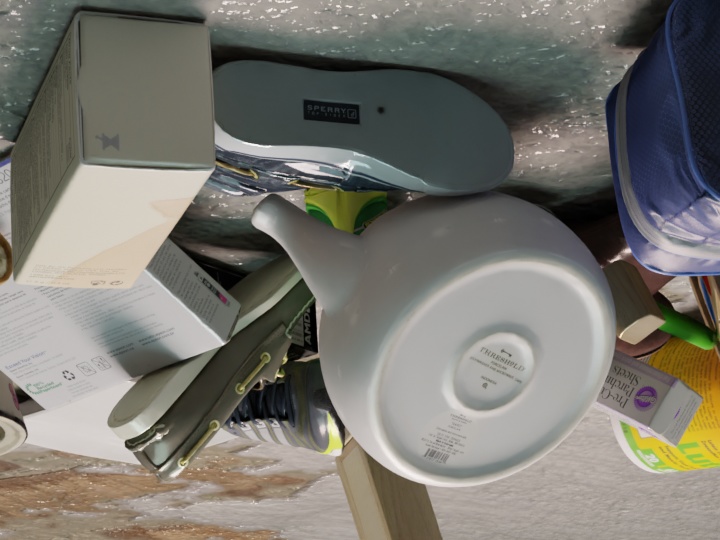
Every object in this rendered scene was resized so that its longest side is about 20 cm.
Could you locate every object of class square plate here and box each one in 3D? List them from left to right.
[{"bbox_3d":[-0.199,0.127,1.873,0.197,0.029,0.199,-20,155,38],"label":"square plate"}]

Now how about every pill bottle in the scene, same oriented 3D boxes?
[{"bbox_3d":[0.308,0.100,1.722,0.111,0.112,0.199,13,162,-39],"label":"pill bottle"}]

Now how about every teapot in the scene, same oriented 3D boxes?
[{"bbox_3d":[0.056,0.027,1.323,0.196,0.146,0.201,-22,125,-12],"label":"teapot"}]

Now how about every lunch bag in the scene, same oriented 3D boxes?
[{"bbox_3d":[0.244,-0.075,1.203,0.199,0.137,0.132,0,161,-14],"label":"lunch bag"}]

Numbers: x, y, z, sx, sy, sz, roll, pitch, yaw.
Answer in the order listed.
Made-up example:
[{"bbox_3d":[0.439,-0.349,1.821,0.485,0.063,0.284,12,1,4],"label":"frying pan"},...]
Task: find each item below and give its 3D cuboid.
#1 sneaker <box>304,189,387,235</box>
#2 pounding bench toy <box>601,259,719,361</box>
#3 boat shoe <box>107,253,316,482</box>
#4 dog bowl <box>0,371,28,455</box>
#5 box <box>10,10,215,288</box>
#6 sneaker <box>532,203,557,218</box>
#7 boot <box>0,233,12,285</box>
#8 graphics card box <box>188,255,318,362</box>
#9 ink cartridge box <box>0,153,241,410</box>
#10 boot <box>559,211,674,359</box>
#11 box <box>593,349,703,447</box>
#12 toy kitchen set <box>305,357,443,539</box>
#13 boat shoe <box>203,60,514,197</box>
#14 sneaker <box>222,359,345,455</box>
[{"bbox_3d":[0.000,0.000,1.456,0.074,0.084,0.200,-7,161,11],"label":"sneaker"},{"bbox_3d":[0.254,0.018,1.396,0.199,0.125,0.156,-18,150,2],"label":"pounding bench toy"},{"bbox_3d":[-0.090,0.063,1.487,0.060,0.202,0.072,54,152,-17],"label":"boat shoe"},{"bbox_3d":[-0.367,0.100,1.699,0.199,0.074,0.200,-4,161,-1],"label":"dog bowl"},{"bbox_3d":[-0.148,-0.064,1.234,0.077,0.096,0.200,3,161,-19],"label":"box"},{"bbox_3d":[0.068,0.049,1.456,0.074,0.201,0.088,37,161,-26],"label":"sneaker"},{"bbox_3d":[-0.350,-0.002,1.414,0.174,0.067,0.200,21,147,-30],"label":"boot"},{"bbox_3d":[-0.139,0.036,1.587,0.125,0.051,0.200,-18,158,33],"label":"graphics card box"},{"bbox_3d":[-0.214,0.001,1.443,0.196,0.043,0.200,-20,125,40],"label":"ink cartridge box"},{"bbox_3d":[0.203,0.008,1.530,0.199,0.073,0.166,17,154,-38],"label":"boot"},{"bbox_3d":[0.144,0.063,1.455,0.200,0.042,0.039,27,174,46],"label":"box"},{"bbox_3d":[0.072,0.128,1.643,0.199,0.181,0.163,-14,165,-18],"label":"toy kitchen set"},{"bbox_3d":[-0.013,-0.078,1.267,0.199,0.071,0.091,9,162,-20],"label":"boat shoe"},{"bbox_3d":[-0.062,0.099,1.551,0.080,0.074,0.200,1,174,-18],"label":"sneaker"}]
